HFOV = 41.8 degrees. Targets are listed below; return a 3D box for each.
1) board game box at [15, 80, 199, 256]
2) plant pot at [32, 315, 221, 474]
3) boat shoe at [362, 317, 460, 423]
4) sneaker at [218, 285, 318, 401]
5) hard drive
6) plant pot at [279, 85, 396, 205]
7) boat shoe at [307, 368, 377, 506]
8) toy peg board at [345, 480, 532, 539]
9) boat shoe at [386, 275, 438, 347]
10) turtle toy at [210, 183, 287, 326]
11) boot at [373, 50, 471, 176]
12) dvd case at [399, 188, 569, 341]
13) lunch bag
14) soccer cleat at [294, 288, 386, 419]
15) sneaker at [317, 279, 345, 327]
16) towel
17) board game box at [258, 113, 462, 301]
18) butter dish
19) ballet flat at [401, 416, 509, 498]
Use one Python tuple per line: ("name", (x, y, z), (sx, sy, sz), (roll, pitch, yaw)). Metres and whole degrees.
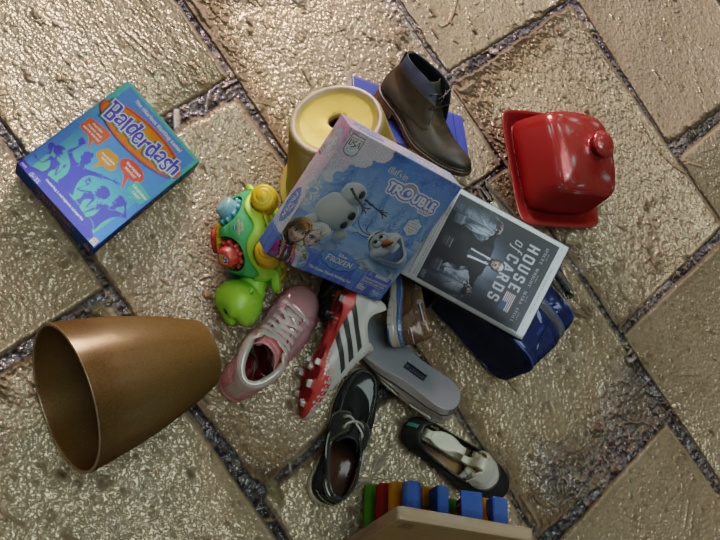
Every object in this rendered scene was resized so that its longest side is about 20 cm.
("board game box", (-0.345, -0.143, 1.298), (0.152, 0.045, 0.200), (47, 64, -5))
("plant pot", (-0.283, 0.133, 1.194), (0.199, 0.186, 0.188), (-16, 83, -37))
("boat shoe", (0.057, 0.148, 1.382), (0.199, 0.066, 0.072), (35, 51, 11))
("sneaker", (-0.112, 0.094, 1.304), (0.075, 0.105, 0.201), (42, 64, -6))
("hard drive", (0.074, -0.228, 1.478), (0.198, 0.025, 0.133), (17, 43, -18))
("plant pot", (-0.022, -0.145, 1.313), (0.198, 0.190, 0.203), (-3, 54, 4))
("boat shoe", (-0.013, 0.233, 1.332), (0.071, 0.068, 0.202), (25, 67, -13))
("toy peg board", (0.098, 0.334, 1.291), (0.198, 0.199, 0.099), (14, 56, -19))
("boat shoe", (0.082, 0.025, 1.393), (0.071, 0.072, 0.202), (-2, 57, 12))
("turtle toy", (-0.156, -0.023, 1.307), (0.100, 0.146, 0.203), (-4, 77, -1))
("boot", (0.107, -0.234, 1.410), (0.200, 0.097, 0.074), (45, 42, 14))
("dvd case", (0.175, -0.013, 1.339), (0.199, 0.025, 0.151), (28, 87, 3))
("lunch bag", (0.215, 0.048, 1.435), (0.200, 0.136, 0.132), (48, 64, -4))
("soccer cleat", (-0.029, 0.120, 1.324), (0.084, 0.069, 0.202), (19, 94, -21))
("sneaker", (0.000, 0.000, 1.395), (0.090, 0.076, 0.202), (27, 70, -21))
("towel", (0.248, -0.048, 1.460), (0.034, 0.193, 0.200), (-40, 99, 12))
("board game box", (0.002, -0.075, 1.231), (0.199, 0.043, 0.200), (22, 111, -36))
("butter dish", (0.346, -0.182, 1.530), (0.198, 0.147, 0.202), (1, 74, -35))
("ballet flat", (0.148, 0.281, 1.385), (0.199, 0.068, 0.069), (31, 68, -13))
